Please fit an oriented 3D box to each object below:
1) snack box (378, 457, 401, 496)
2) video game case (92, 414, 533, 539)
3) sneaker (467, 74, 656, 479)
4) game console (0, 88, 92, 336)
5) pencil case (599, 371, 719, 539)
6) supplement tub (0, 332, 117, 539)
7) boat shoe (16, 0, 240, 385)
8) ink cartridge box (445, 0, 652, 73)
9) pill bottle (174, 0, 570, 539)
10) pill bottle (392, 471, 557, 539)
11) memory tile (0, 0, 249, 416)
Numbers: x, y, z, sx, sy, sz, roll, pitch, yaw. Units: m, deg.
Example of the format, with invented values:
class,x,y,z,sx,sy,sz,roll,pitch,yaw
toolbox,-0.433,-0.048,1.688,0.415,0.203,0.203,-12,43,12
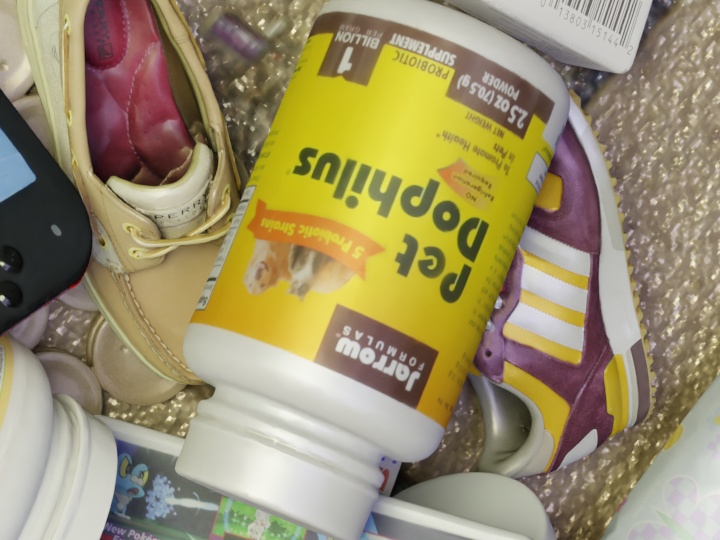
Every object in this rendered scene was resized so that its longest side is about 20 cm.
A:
class,x,y,z,sx,sy,sz,roll,pitch,yaw
snack box,-0.006,0.043,0.979,0.024,0.072,0.201,25,84,-55
video game case,-0.047,0.170,0.930,0.199,0.023,0.183,14,81,18
sneaker,0.066,0.000,1.011,0.090,0.075,0.201,-27,112,-20
game console,-0.200,-0.048,0.828,0.200,0.031,0.177,52,36,-1
pencil case,0.183,0.105,1.080,0.091,0.083,0.200,38,89,17
supplement tub,-0.208,0.064,0.876,0.200,0.145,0.146,33,90,-25
boat shoe,-0.085,-0.037,0.925,0.074,0.066,0.201,-26,113,-14
ink cartridge box,0.066,-0.195,0.942,0.199,0.045,0.177,21,87,-45
pill bottle,0.000,0.000,0.902,0.109,0.109,0.201,26,81,-26
pill bottle,0.065,0.196,1.027,0.113,0.113,0.201,-30,123,-12
memory tile,-0.124,-0.029,0.958,0.153,0.017,0.201,-31,114,-12
